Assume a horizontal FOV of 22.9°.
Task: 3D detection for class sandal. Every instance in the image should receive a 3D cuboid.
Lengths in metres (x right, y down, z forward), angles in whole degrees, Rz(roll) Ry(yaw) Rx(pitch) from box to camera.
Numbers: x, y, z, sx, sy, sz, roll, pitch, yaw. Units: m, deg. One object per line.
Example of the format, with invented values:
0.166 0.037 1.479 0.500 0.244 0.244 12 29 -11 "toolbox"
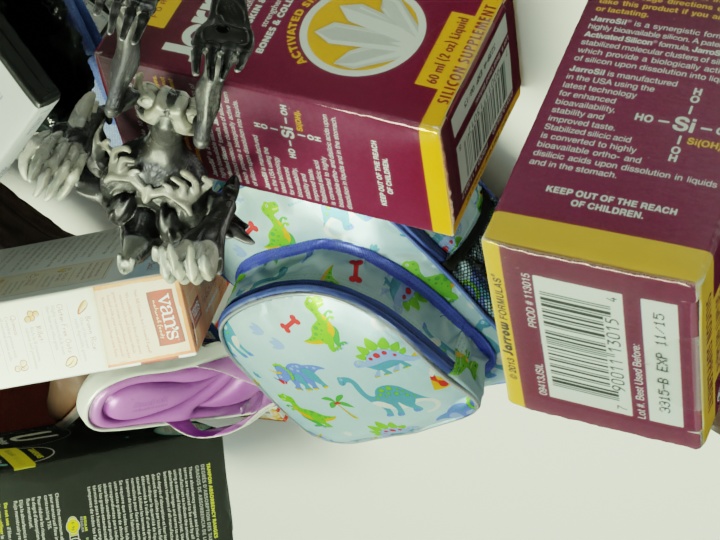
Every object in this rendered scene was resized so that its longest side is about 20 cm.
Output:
-0.097 0.088 1.236 0.202 0.050 0.083 -11 139 -24 "sandal"

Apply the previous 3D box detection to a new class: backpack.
0.000 0.000 1.059 0.183 0.147 0.200 -16 125 44 "backpack"

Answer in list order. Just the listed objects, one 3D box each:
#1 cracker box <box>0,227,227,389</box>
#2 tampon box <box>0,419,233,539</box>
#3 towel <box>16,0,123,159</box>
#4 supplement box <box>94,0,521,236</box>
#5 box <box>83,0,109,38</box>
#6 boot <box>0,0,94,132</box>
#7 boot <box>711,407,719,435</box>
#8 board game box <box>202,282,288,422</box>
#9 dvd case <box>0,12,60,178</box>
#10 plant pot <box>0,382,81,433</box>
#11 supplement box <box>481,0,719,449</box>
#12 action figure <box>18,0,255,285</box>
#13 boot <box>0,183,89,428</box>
-0.190 0.023 1.095 0.199 0.134 0.058 -11 106 7 "cracker box"
-0.210 0.182 1.303 0.199 0.127 0.150 -8 -174 -25 "tampon box"
-0.227 -0.120 1.041 0.199 0.024 0.147 5 140 26 "towel"
-0.026 -0.105 0.957 0.199 0.111 0.086 14 145 19 "supplement box"
-0.264 -0.167 1.084 0.200 0.050 0.158 35 148 -15 "box"
-0.214 -0.092 0.986 0.162 0.073 0.199 2 132 33 "boot"
0.245 0.047 1.026 0.186 0.064 0.200 8 143 50 "boot"
-0.159 0.045 1.332 0.199 0.046 0.152 3 142 33 "board game box"
-0.235 -0.095 0.912 0.143 0.018 0.200 52 141 2 "dvd case"
-0.307 0.156 1.440 0.177 0.200 0.200 56 158 -22 "plant pot"
0.142 -0.039 0.847 0.103 0.201 0.131 12 146 21 "supplement box"
-0.110 -0.053 0.897 0.118 0.102 0.200 23 139 7 "action figure"
-0.254 0.006 1.232 0.199 0.064 0.187 29 131 -5 "boot"
